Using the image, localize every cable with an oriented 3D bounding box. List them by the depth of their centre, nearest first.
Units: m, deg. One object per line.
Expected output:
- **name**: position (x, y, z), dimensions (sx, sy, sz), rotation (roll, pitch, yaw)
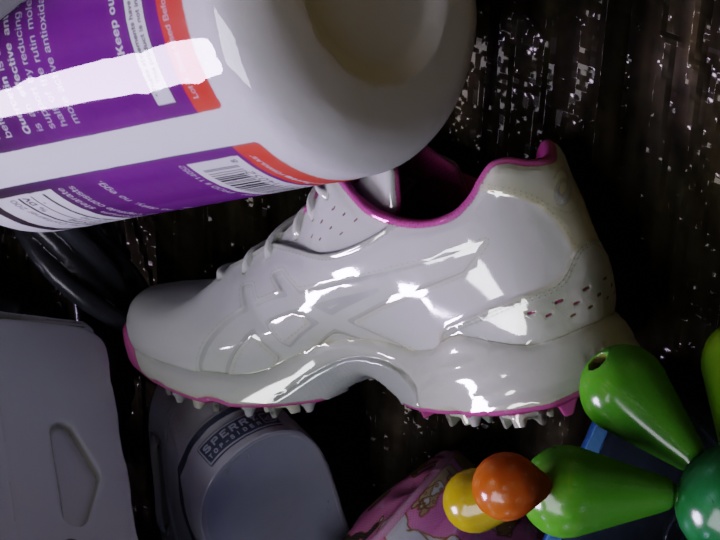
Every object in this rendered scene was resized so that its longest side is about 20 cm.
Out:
- **cable**: position (-0.156, -0.017, 0.911), dimensions (0.163, 0.051, 0.200), rotation (-24, 106, 47)

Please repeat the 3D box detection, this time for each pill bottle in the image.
- **pill bottle**: position (-0.070, -0.073, 0.752), dimensions (0.200, 0.112, 0.113), rotation (-7, 118, 42)

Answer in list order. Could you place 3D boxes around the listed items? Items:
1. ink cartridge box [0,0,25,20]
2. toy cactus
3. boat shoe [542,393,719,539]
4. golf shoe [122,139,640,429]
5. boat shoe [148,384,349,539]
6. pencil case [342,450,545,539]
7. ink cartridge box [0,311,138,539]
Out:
- **ink cartridge box**: position (-0.158, -0.142, 0.736), dimensions (0.109, 0.200, 0.050), rotation (-38, 141, 14)
- **toy cactus**: position (0.120, 0.077, 0.679), dimensions (0.165, 0.200, 0.102), rotation (49, -174, 21)
- **boat shoe**: position (0.072, 0.135, 0.766), dimensions (0.068, 0.084, 0.200), rotation (23, 93, 5)
- **golf shoe**: position (0.000, 0.000, 0.800), dimensions (0.200, 0.075, 0.092), rotation (-1, 107, 36)
- **boat shoe**: position (-0.034, 0.115, 0.919), dimensions (0.065, 0.073, 0.200), rotation (43, 151, 44)
- **pencil case**: position (0.072, 0.150, 0.847), dimensions (0.200, 0.087, 0.083), rotation (44, 172, 1)
- **ink cartridge box**: position (-0.154, 0.129, 0.858), dimensions (0.083, 0.146, 0.200), rotation (8, 134, -25)
